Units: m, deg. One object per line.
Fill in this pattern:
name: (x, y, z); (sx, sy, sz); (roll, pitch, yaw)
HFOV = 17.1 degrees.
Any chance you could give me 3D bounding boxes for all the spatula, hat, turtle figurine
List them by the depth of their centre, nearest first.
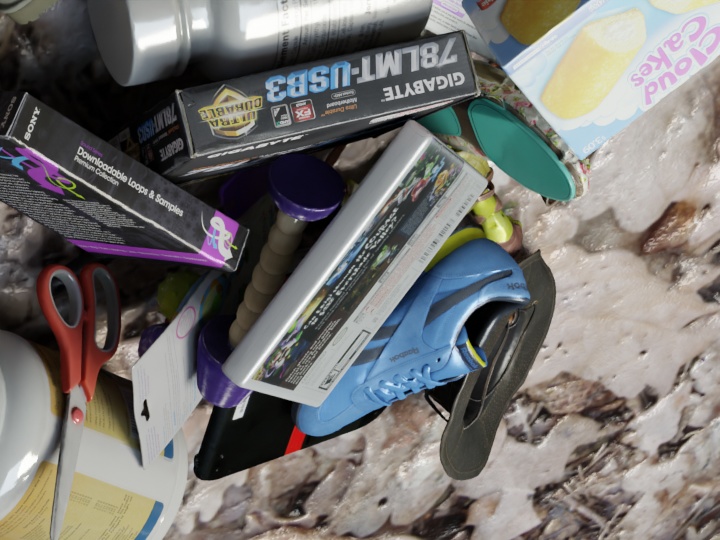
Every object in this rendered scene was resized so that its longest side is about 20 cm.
spatula: (-0.133, -0.033, 1.663); (0.199, 0.021, 0.057); (-27, 155, -4)
turtle figurine: (0.077, -0.067, 1.738); (0.199, 0.065, 0.162); (-29, 140, -7)
hat: (0.077, 0.062, 1.839); (0.201, 0.080, 0.201); (-57, 160, -34)

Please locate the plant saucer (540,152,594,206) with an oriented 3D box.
plant saucer: (0.174, -0.138, 1.693); (0.201, 0.032, 0.200); (-55, 172, -11)

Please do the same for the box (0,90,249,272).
box: (-0.185, -0.057, 1.507); (0.199, 0.142, 0.036); (31, 73, -42)

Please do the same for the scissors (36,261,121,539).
scissors: (-0.183, 0.087, 1.598); (0.014, 0.202, 0.073); (-19, 158, 35)

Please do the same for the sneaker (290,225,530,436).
sneaker: (0.035, 0.060, 1.703); (0.200, 0.079, 0.066); (-43, 152, 10)

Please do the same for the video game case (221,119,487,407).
video game case: (0.000, 0.000, 1.588); (0.200, 0.023, 0.182); (-52, 164, 3)

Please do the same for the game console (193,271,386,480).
game console: (-0.031, 0.061, 1.738); (0.176, 0.031, 0.201); (-16, 143, -33)

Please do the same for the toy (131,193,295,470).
toy: (-0.112, 0.027, 1.658); (0.200, 0.047, 0.116); (-50, 154, -33)

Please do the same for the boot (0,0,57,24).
boot: (-0.216, -0.243, 1.378); (0.182, 0.073, 0.200); (-45, 132, 10)

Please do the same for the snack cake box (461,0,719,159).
snack cake box: (0.174, -0.171, 1.430); (0.199, 0.067, 0.115); (-37, 139, 9)

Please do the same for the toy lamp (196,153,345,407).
toy lamp: (-0.065, 0.013, 1.575); (0.058, 0.058, 0.201); (-6, 138, -29)

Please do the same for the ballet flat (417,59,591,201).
ballet flat: (0.091, -0.109, 1.618); (0.064, 0.199, 0.076); (-40, 137, -25)

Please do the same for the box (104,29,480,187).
box: (-0.050, -0.098, 1.545); (0.199, 0.050, 0.198); (-15, -179, -21)

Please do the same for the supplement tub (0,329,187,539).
supplement tub: (-0.232, 0.124, 1.655); (0.145, 0.145, 0.199); (-47, 138, 15)

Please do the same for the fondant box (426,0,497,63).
fondant box: (0.128, -0.235, 1.615); (0.144, 0.058, 0.200); (21, 117, -44)

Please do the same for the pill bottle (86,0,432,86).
pill bottle: (-0.064, -0.179, 1.496); (0.199, 0.115, 0.115); (-15, 136, -21)
